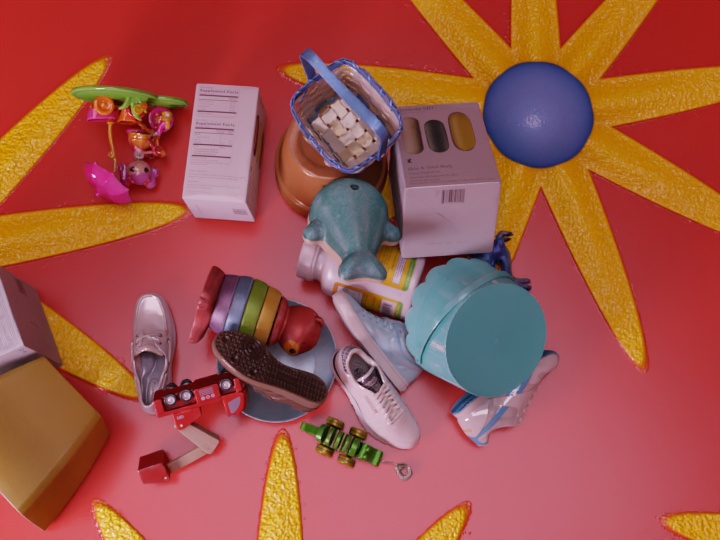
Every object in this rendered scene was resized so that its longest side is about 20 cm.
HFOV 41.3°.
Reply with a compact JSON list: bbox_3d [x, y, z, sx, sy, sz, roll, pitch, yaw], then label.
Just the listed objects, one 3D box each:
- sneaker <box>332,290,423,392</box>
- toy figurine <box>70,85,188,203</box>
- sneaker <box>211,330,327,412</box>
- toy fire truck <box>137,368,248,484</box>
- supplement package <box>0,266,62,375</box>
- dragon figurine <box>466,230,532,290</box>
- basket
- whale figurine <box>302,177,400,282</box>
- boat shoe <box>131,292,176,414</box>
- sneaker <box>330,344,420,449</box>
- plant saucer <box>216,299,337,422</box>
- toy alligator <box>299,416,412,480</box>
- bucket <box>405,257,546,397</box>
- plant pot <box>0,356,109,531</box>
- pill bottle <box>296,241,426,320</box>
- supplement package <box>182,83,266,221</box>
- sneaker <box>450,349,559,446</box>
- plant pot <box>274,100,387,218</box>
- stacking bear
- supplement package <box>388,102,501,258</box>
[{"bbox_3d":[0.034,0.098,1.545,0.082,0.074,0.201,-40,110,-7],"label":"sneaker"},{"bbox_3d":[-0.396,-0.206,1.632,0.197,0.150,0.187,2,90,-24],"label":"toy figurine"},{"bbox_3d":[-0.150,0.168,1.482,0.198,0.076,0.071,31,51,-10],"label":"sneaker"},{"bbox_3d":[-0.265,0.245,1.510,0.197,0.049,0.143,-15,107,-4],"label":"toy fire truck"},{"bbox_3d":[-0.611,0.110,1.503,0.198,0.191,0.149,-23,77,-6],"label":"supplement package"},{"bbox_3d":[0.198,-0.021,1.599,0.197,0.059,0.101,14,76,2],"label":"dragon figurine"},{"bbox_3d":[-0.019,-0.232,1.434,0.139,0.200,0.177,-40,78,-9],"label":"basket"},{"bbox_3d":[-0.010,-0.065,1.471,0.157,0.105,0.201,2,39,-13],"label":"whale figurine"},{"bbox_3d":[-0.339,0.130,1.560,0.070,0.069,0.203,-7,76,-1],"label":"boat shoe"},{"bbox_3d":[0.028,0.204,1.522,0.076,0.080,0.200,-43,96,-22],"label":"sneaker"},{"bbox_3d":[-0.136,0.149,1.571,0.198,0.039,0.204,0,76,1],"label":"plant saucer"},{"bbox_3d":[-0.006,0.285,1.529,0.198,0.054,0.060,23,78,6],"label":"toy alligator"},{"bbox_3d":[0.181,0.090,1.484,0.204,0.135,0.211,-5,104,-20],"label":"bucket"},{"bbox_3d":[-0.503,0.254,1.476,0.200,0.200,0.176,42,69,9],"label":"plant pot"},{"bbox_3d":[0.000,0.000,1.568,0.197,0.111,0.113,17,77,4],"label":"pill bottle"},{"bbox_3d":[-0.227,-0.198,1.615,0.108,0.114,0.203,4,77,3],"label":"supplement package"},{"bbox_3d":[0.244,0.200,1.546,0.199,0.076,0.081,-35,96,-7],"label":"sneaker"},{"bbox_3d":[-0.052,-0.194,1.601,0.197,0.140,0.203,0,77,1],"label":"plant pot"},{"bbox_3d":[-0.157,0.075,1.516,0.197,0.122,0.115,19,42,-6],"label":"stacking bear"},{"bbox_3d":[0.130,-0.147,1.541,0.149,0.152,0.202,-4,46,-3],"label":"supplement package"}]
